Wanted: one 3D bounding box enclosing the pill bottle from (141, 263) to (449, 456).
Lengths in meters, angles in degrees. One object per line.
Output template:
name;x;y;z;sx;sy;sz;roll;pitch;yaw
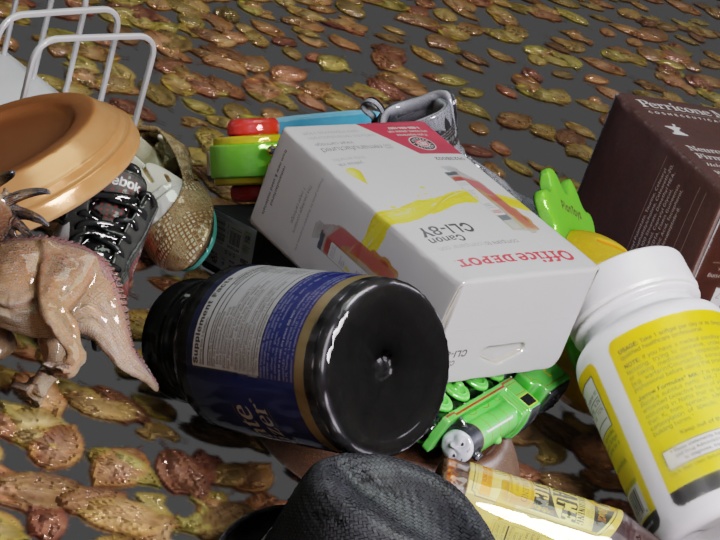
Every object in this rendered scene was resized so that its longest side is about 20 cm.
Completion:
pill bottle;-0.048;0.053;1.201;0.112;0.112;0.200;-5;6;-41

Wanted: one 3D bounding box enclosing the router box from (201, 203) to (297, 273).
router box;0.000;0.000;1.440;0.157;0.052;0.200;-4;22;-41

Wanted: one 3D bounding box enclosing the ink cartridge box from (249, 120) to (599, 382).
ink cartridge box;0.044;-0.018;1.302;0.145;0.084;0.200;-6;38;-43

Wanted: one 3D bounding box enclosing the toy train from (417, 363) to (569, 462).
toy train;0.090;0.091;1.294;0.056;0.042;0.200;41;25;13

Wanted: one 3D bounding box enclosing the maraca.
maraca;0.172;0.020;1.442;0.137;0.107;0.201;24;51;-65

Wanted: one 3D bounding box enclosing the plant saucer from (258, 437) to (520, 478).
plant saucer;0.021;0.104;1.306;0.200;0.035;0.200;15;24;-7

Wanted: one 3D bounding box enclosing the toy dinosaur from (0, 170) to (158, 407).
toy dinosaur;-0.211;0.003;1.206;0.200;0.086;0.136;19;63;5

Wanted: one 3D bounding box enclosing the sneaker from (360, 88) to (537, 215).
sneaker;0.081;-0.077;1.521;0.200;0.114;0.076;19;42;21

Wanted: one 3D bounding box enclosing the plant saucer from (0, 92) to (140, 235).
plant saucer;-0.257;-0.076;1.348;0.200;0.038;0.200;-16;27;8

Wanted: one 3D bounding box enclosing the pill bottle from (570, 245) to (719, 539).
pill bottle;0.216;0.091;1.291;0.114;0.114;0.200;0;57;-35

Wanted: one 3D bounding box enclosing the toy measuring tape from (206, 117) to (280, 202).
toy measuring tape;-0.103;-0.088;1.521;0.073;0.074;0.200;5;0;-29

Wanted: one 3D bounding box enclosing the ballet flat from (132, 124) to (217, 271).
ballet flat;-0.160;-0.061;1.466;0.065;0.071;0.200;41;6;-26

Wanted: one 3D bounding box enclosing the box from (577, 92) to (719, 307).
box;0.302;-0.030;1.625;0.166;0.165;0.200;6;28;-27

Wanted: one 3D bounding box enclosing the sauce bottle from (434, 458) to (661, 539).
sauce bottle;0.138;0.176;1.203;0.199;0.066;0.066;18;25;-5

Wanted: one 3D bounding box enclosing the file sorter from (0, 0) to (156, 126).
file sorter;-0.285;-0.180;1.564;0.139;0.125;0.200;-10;38;-46

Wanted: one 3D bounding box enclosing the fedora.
fedora;0.017;0.171;1.088;0.200;0.092;0.201;15;25;-7

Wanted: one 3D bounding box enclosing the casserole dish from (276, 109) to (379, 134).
casserole dish;-0.002;-0.100;1.704;0.121;0.039;0.200;35;28;31

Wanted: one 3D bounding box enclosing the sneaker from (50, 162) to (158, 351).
sneaker;-0.187;-0.020;1.335;0.071;0.098;0.201;17;26;-8
